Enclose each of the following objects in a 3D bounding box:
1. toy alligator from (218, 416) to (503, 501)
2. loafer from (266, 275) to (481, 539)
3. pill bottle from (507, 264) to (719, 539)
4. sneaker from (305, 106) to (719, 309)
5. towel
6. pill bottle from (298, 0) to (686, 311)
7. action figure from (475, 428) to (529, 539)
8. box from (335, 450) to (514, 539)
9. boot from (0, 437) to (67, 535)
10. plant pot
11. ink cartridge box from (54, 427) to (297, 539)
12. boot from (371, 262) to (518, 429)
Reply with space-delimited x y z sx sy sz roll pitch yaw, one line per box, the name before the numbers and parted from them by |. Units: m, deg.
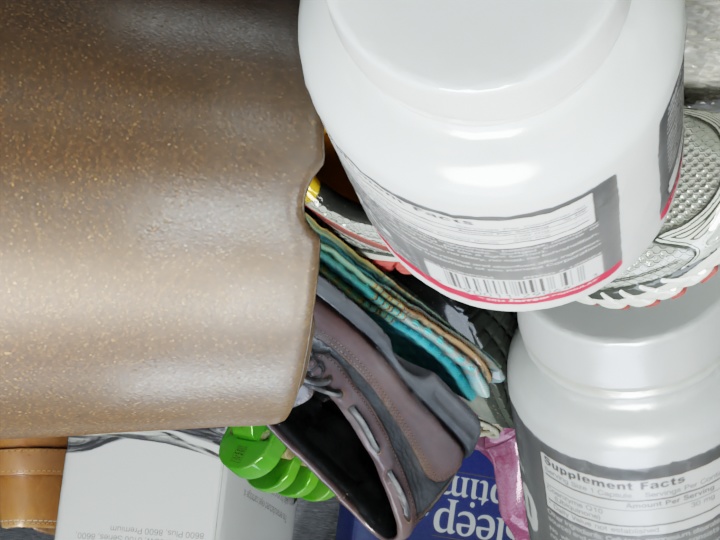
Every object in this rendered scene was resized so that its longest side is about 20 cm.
toy alligator | -0.005 0.079 1.127 0.059 0.055 0.199 8 175 44
loafer | -0.023 0.044 0.993 0.072 0.063 0.200 9 158 44
pill bottle | 0.124 0.070 1.109 0.112 0.113 0.201 3 134 14
sneaker | 0.055 -0.031 0.944 0.199 0.078 0.082 -1 164 30
towel | -0.050 -0.004 1.029 0.146 0.022 0.200 8 158 45
pill bottle | 0.041 -0.061 0.739 0.110 0.111 0.200 5 167 8
action figure | 0.077 0.072 1.345 0.149 0.134 0.200 -36 122 11
box | 0.046 0.142 1.439 0.120 0.201 0.032 11 172 -23
boot | -0.172 0.049 1.241 0.076 0.156 0.200 1 166 26
plant pot | -0.119 -0.028 0.818 0.197 0.202 0.200 2 169 -11
ink cartridge box | -0.081 0.077 1.214 0.084 0.201 0.145 3 167 13
boot | 0.000 0.000 1.122 0.130 0.068 0.200 4 150 28
